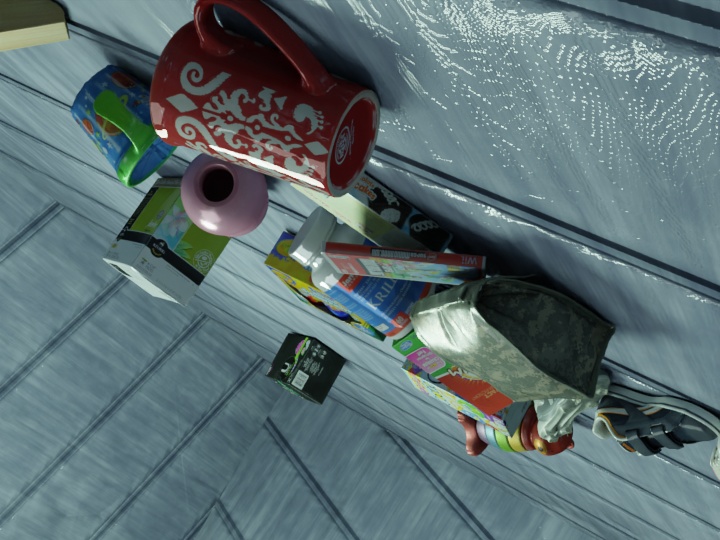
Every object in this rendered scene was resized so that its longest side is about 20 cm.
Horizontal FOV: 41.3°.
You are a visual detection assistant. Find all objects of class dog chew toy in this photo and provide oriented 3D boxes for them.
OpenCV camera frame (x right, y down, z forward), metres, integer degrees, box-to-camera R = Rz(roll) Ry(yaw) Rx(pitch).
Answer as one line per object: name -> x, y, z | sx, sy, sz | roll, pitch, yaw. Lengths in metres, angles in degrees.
dog chew toy -> -0.191, -0.106, 1.410 | 0.123, 0.126, 0.200 | 30, 176, 7

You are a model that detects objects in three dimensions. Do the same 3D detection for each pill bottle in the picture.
pill bottle -> 0.000, 0.000, 1.352 | 0.199, 0.113, 0.112 | 34, 167, -14

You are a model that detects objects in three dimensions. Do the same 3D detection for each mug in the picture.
mug -> -0.095, -0.163, 0.929 | 0.198, 0.135, 0.178 | 24, 167, 20

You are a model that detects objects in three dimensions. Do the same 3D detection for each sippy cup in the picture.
sippy cup -> -0.326, -0.209, 1.332 | 0.130, 0.140, 0.178 | 42, 143, 1

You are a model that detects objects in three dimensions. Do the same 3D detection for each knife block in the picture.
knife block -> -0.505, -0.310, 1.237 | 0.199, 0.177, 0.064 | 32, 169, -6

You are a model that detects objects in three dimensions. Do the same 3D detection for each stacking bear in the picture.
stacking bear -> 0.295, 0.285, 1.750 | 0.198, 0.114, 0.123 | 6, 124, 41

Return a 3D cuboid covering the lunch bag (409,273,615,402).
lunch bag -> 0.175, 0.071, 1.161 | 0.198, 0.119, 0.164 | 29, 161, -18

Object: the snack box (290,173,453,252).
snack box -> 0.011, -0.078, 1.201 | 0.199, 0.037, 0.116 | 34, 166, -10

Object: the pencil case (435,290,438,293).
pencil case -> 0.142, 0.103, 1.482 | 0.077, 0.088, 0.199 | -16, 137, 41

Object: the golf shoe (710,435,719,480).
golf shoe -> 0.487, 0.253, 1.243 | 0.091, 0.076, 0.200 | 24, 164, 46

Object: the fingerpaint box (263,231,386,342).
fingerpaint box -> -0.048, 0.030, 1.672 | 0.198, 0.074, 0.167 | 25, 166, 30

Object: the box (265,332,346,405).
box -> -0.159, 0.277, 2.714 | 0.124, 0.150, 0.199 | 35, 168, -22

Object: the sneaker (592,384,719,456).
sneaker -> 0.399, 0.215, 1.297 | 0.078, 0.080, 0.199 | 38, 165, -24

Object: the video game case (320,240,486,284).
video game case -> 0.058, -0.007, 1.192 | 0.197, 0.018, 0.143 | 5, 171, 8

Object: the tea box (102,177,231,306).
tea box -> -0.353, -0.058, 1.784 | 0.133, 0.198, 0.199 | 38, 167, -27

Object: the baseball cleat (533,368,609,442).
baseball cleat -> 0.296, 0.173, 1.400 | 0.069, 0.108, 0.201 | -1, 146, -19

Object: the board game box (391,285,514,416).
board game box -> 0.168, 0.116, 1.378 | 0.199, 0.041, 0.153 | 36, 132, -18

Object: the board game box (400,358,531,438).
board game box -> 0.185, 0.180, 1.613 | 0.198, 0.106, 0.103 | 24, 165, 27
